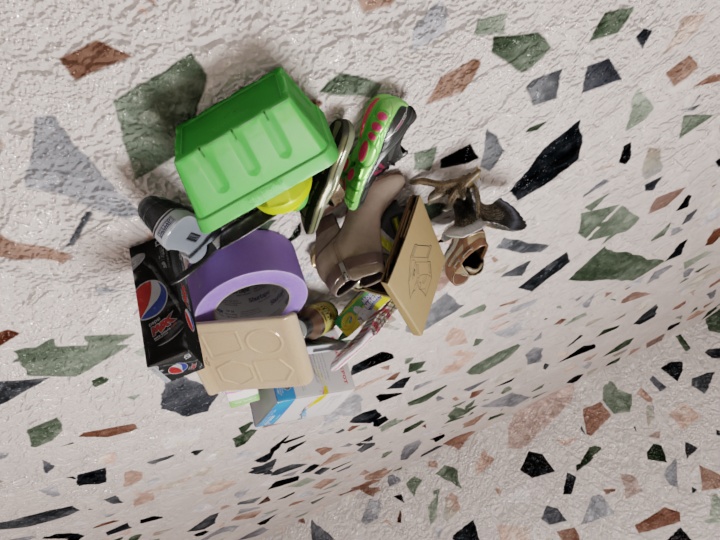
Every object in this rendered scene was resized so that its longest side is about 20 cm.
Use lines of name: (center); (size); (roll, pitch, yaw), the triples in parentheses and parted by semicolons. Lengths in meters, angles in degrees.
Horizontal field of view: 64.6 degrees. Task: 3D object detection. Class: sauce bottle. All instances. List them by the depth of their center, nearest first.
sauce bottle: (-0.092, 0.101, 1.100); (0.064, 0.066, 0.200); (-30, 178, 11)

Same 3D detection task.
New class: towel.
towel: (0.018, 0.111, 1.145); (0.147, 0.030, 0.200); (-48, 178, 36)

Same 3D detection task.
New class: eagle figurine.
eagle figurine: (0.198, -0.105, 1.007); (0.151, 0.152, 0.200); (-46, 142, 0)

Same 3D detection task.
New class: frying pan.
frying pan: (-0.200, -0.047, 0.849); (0.187, 0.031, 0.115); (-31, -168, -5)

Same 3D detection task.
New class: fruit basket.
fruit basket: (-0.121, -0.128, 0.746); (0.208, 0.158, 0.220); (-9, 131, -10)

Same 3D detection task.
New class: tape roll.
tape roll: (-0.194, 0.028, 0.978); (0.194, 0.087, 0.202); (-18, 149, -11)

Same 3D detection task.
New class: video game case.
video game case: (-0.129, 0.137, 1.120); (0.139, 0.019, 0.199); (12, -179, 25)

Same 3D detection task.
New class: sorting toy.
sorting toy: (-0.189, 0.141, 0.975); (0.193, 0.037, 0.188); (-8, 134, 2)

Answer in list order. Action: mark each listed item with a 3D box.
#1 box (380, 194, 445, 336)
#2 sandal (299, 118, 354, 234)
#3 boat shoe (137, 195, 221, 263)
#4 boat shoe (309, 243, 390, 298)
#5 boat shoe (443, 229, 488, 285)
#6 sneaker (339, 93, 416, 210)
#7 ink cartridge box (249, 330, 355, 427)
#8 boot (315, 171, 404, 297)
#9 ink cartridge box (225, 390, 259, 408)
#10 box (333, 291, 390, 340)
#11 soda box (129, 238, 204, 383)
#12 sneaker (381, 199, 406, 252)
box: (0.096, -0.002, 0.981); (0.021, 0.167, 0.201); (9, 154, 26)
sandal: (-0.044, -0.128, 0.843); (0.056, 0.081, 0.202); (3, 140, -30)
boat shoe: (-0.256, -0.061, 0.805); (0.074, 0.068, 0.199); (-51, 175, 2)
boat shoe: (0.000, 0.000, 1.009); (0.193, 0.067, 0.075); (12, 131, 3)
boat shoe: (0.223, -0.020, 1.202); (0.074, 0.073, 0.202); (-17, 149, -10)
sneaker: (0.026, -0.163, 0.844); (0.081, 0.078, 0.201); (-1, 144, -28)
ink cartridge box: (-0.139, 0.240, 1.272); (0.195, 0.151, 0.145); (0, 147, -34)
boot: (0.010, -0.053, 0.931); (0.197, 0.149, 0.070); (-32, 148, 15)
ink cartridge box: (-0.248, 0.174, 1.129); (0.065, 0.120, 0.202); (-12, 148, -11)
box: (0.023, 0.054, 1.149); (0.200, 0.048, 0.117); (-47, -179, 30)
soda box: (-0.285, 0.053, 0.835); (0.062, 0.204, 0.071); (-20, 150, -4)
sneaker: (0.094, -0.068, 1.039); (0.085, 0.075, 0.198); (-50, 150, 17)
